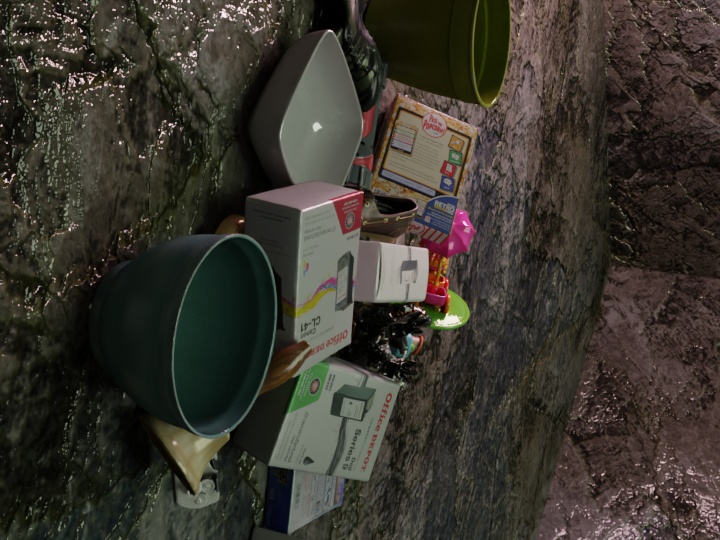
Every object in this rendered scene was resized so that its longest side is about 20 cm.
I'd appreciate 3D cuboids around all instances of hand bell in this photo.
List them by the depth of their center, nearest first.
[{"bbox_3d":[-0.135,0.142,1.095,0.199,0.104,0.105,-37,138,-20],"label":"hand bell"}]

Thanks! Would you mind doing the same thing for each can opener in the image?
[{"bbox_3d":[-0.196,0.187,1.156,0.067,0.052,0.204,-115,-158,-65],"label":"can opener"}]

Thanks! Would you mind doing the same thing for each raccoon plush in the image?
[{"bbox_3d":[0.030,0.136,1.519,0.135,0.096,0.199,59,18,14],"label":"raccoon plush"}]

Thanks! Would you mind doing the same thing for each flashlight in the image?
[{"bbox_3d":[-0.003,-0.216,1.458,0.068,0.067,0.204,144,-45,-77],"label":"flashlight"}]

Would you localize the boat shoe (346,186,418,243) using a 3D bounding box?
[{"bbox_3d":[-0.002,-0.089,1.403,0.198,0.070,0.071,3,52,-44],"label":"boat shoe"}]

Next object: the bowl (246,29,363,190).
[{"bbox_3d":[-0.075,-0.183,1.278,0.201,0.073,0.202,66,37,-51],"label":"bowl"}]

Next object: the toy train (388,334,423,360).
[{"bbox_3d":[0.051,0.165,1.606,0.200,0.055,0.153,128,-30,-54],"label":"toy train"}]

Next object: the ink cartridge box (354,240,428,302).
[{"bbox_3d":[0.000,0.000,1.422,0.199,0.143,0.087,8,88,-67],"label":"ink cartridge box"}]

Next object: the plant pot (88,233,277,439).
[{"bbox_3d":[-0.189,0.056,1.006,0.200,0.132,0.204,8,90,-68],"label":"plant pot"}]

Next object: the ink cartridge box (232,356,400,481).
[{"bbox_3d":[-0.053,0.190,1.327,0.198,0.083,0.148,21,89,-46],"label":"ink cartridge box"}]

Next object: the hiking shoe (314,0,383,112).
[{"bbox_3d":[-0.028,-0.311,1.369,0.100,0.075,0.203,-38,123,-47],"label":"hiking shoe"}]

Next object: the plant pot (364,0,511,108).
[{"bbox_3d":[0.112,-0.357,1.515,0.200,0.190,0.205,7,90,-67],"label":"plant pot"}]

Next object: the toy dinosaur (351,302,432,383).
[{"bbox_3d":[0.023,0.090,1.404,0.198,0.135,0.104,-27,125,-24],"label":"toy dinosaur"}]

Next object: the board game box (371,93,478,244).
[{"bbox_3d":[0.095,-0.164,1.592,0.046,0.149,0.203,133,-24,-67],"label":"board game box"}]

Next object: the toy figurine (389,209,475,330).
[{"bbox_3d":[0.137,-0.030,1.705,0.201,0.147,0.187,-85,-172,-62],"label":"toy figurine"}]

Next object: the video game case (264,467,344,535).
[{"bbox_3d":[-0.073,0.264,1.462,0.181,0.045,0.204,-2,99,-65],"label":"video game case"}]

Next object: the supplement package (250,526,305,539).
[{"bbox_3d":[-0.082,0.452,1.409,0.200,0.115,0.119,54,48,-58],"label":"supplement package"}]

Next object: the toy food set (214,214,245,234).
[{"bbox_3d":[-0.148,0.039,1.208,0.198,0.048,0.204,29,70,-66],"label":"toy food set"}]

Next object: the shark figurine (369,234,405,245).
[{"bbox_3d":[0.066,-0.054,1.643,0.128,0.088,0.218,53,51,-61],"label":"shark figurine"}]

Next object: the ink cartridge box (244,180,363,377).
[{"bbox_3d":[-0.071,0.005,1.189,0.147,0.084,0.204,-25,122,-57],"label":"ink cartridge box"}]
